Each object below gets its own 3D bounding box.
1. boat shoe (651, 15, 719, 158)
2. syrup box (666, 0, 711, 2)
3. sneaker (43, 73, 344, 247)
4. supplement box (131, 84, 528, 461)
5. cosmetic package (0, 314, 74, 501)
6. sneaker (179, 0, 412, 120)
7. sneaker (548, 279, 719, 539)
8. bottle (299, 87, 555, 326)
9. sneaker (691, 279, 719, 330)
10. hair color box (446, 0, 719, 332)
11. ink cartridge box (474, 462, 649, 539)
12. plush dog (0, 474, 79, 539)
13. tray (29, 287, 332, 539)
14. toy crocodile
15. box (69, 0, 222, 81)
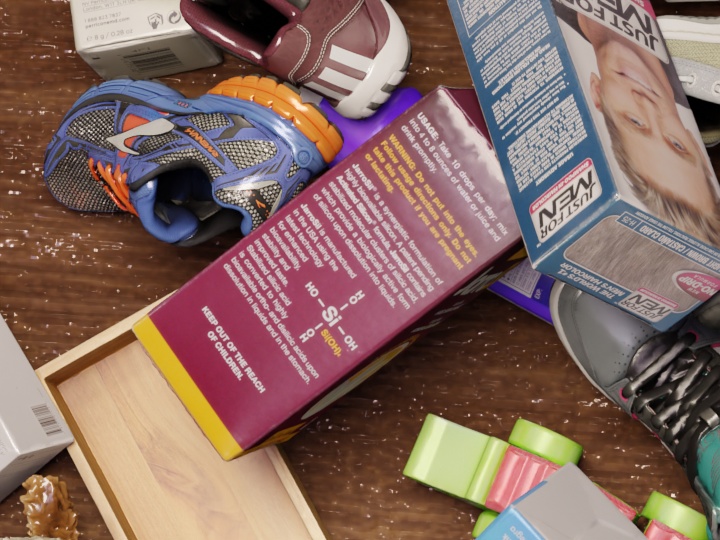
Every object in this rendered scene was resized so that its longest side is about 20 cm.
[{"bbox_3d":[0.179,-0.086,1.435,0.074,0.202,0.065,26,74,-32],"label":"boat shoe"},{"bbox_3d":[0.200,-0.241,1.476,0.079,0.081,0.201,4,64,46],"label":"syrup box"},{"bbox_3d":[-0.102,-0.052,1.476,0.200,0.075,0.079,-6,44,48],"label":"sneaker"},{"bbox_3d":[0.000,0.000,1.425,0.200,0.110,0.086,-38,84,13],"label":"supplement box"},{"bbox_3d":[-0.239,0.031,1.521,0.083,0.051,0.200,-40,75,32],"label":"cosmetic package"},{"bbox_3d":[-0.058,-0.165,1.478,0.076,0.115,0.200,-55,45,20],"label":"sneaker"},{"bbox_3d":[0.174,0.076,1.408,0.200,0.121,0.084,43,95,-7],"label":"sneaker"},{"bbox_3d":[0.055,-0.043,1.501,0.200,0.065,0.084,28,89,12],"label":"bottle"},{"bbox_3d":[0.252,0.042,1.405,0.199,0.075,0.116,-3,70,-36],"label":"sneaker"},{"bbox_3d":[0.110,-0.077,1.379,0.060,0.100,0.200,-39,47,29],"label":"hair color box"},{"bbox_3d":[0.046,0.193,1.408,0.067,0.116,0.200,45,108,9],"label":"ink cartridge box"},{"bbox_3d":[-0.187,0.184,1.420,0.199,0.172,0.161,2,88,21],"label":"plush dog"},{"bbox_3d":[-0.084,0.119,1.508,0.098,0.037,0.200,-29,77,2],"label":"tray"},{"bbox_3d":[0.116,0.129,1.465,0.200,0.062,0.068,27,85,12],"label":"toy crocodile"},{"bbox_3d":[-0.126,-0.208,1.547,0.068,0.082,0.201,-9,81,7],"label":"box"}]
